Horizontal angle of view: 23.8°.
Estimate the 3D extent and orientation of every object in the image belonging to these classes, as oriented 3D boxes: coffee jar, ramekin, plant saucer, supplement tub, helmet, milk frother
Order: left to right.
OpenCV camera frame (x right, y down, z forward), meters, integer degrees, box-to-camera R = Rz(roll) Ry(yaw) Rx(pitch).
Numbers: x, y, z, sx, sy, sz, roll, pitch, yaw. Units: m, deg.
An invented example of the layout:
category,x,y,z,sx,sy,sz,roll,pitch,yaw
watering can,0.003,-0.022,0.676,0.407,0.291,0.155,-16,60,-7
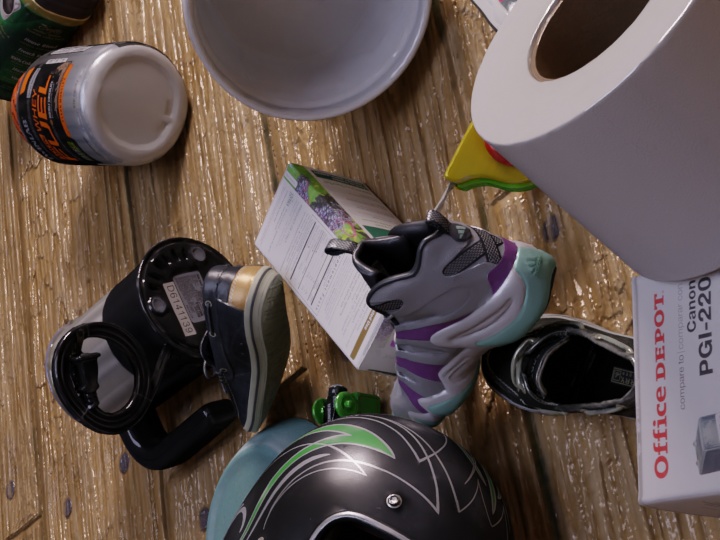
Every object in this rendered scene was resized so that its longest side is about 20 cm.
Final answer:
category,x,y,z,sx,sy,sz,roll,pitch,yaw
coffee jar,-0.368,-0.288,1.938,0.200,0.085,0.105,-44,45,41
supplement tub,-0.272,-0.168,1.739,0.200,0.122,0.123,5,85,55
milk frother,-0.225,0.085,1.541,0.188,0.199,0.182,-37,57,44
plant saucer,-0.079,0.222,1.438,0.200,0.036,0.201,-19,66,51
ramekin,-0.049,-0.232,1.383,0.105,0.199,0.201,-117,47,-66
helmet,0.010,0.194,1.189,0.191,0.200,0.200,-42,43,3

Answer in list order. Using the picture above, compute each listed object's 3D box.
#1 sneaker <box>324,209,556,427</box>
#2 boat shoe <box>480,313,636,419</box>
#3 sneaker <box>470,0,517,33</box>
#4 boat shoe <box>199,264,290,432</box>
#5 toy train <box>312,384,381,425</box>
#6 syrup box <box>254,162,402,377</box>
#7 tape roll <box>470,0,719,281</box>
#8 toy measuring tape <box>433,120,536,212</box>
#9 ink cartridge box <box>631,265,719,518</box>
category,x,y,z,sx,sy,sz,roll,pitch,yaw
sneaker,0.032,0.023,1.183,0.200,0.139,0.078,-54,14,43
boat shoe,0.137,0.063,1.150,0.200,0.063,0.071,2,83,56
sneaker,0.138,-0.231,1.220,0.200,0.083,0.121,54,133,48
boat shoe,-0.097,0.062,1.418,0.201,0.062,0.075,89,-161,-53
toy train,-0.007,0.188,1.327,0.042,0.056,0.201,-20,65,46
syrup box,0.000,0.000,1.348,0.200,0.078,0.082,47,118,49
tape roll,0.183,-0.114,1.010,0.202,0.139,0.203,-40,26,24
toy measuring tape,0.095,-0.057,1.224,0.073,0.073,0.201,27,90,54
ink cartridge box,0.252,0.058,0.975,0.200,0.084,0.147,-21,64,53
